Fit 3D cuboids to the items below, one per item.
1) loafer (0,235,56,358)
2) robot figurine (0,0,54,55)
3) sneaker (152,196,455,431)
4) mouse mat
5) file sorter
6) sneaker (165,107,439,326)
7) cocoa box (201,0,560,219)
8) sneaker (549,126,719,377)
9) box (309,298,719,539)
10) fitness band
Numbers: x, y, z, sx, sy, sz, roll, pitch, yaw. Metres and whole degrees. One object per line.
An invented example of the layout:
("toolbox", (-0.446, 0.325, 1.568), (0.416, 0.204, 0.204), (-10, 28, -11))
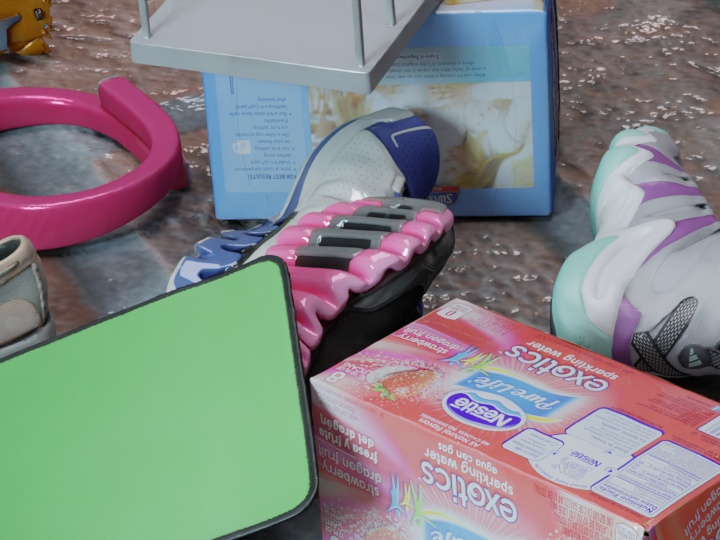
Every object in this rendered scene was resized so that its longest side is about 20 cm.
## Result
("loafer", (-0.252, 0.033, 1.446), (0.199, 0.063, 0.072), (-18, 30, -26))
("robot figurine", (-0.308, -0.160, 1.837), (0.199, 0.059, 0.145), (-14, 28, -20))
("sneaker", (-0.018, 0.042, 1.359), (0.079, 0.096, 0.200), (11, 42, 41))
("mouse mat", (-0.115, 0.080, 1.279), (0.199, 0.008, 0.161), (-20, 44, 11))
("file sorter", (-0.027, -0.203, 1.526), (0.138, 0.125, 0.200), (8, 35, 20))
("sneaker", (0.000, 0.000, 1.477), (0.115, 0.081, 0.199), (18, 41, 30))
("cocoa box", (0.014, -0.115, 1.625), (0.199, 0.134, 0.131), (-1, 29, 6))
("sneaker", (0.184, -0.003, 1.462), (0.139, 0.078, 0.200), (6, 38, 15))
("box", (0.081, 0.099, 1.242), (0.199, 0.095, 0.102), (21, 36, 40))
("fitness band", (-0.184, -0.068, 1.665), (0.143, 0.038, 0.200), (-15, 28, -21))
